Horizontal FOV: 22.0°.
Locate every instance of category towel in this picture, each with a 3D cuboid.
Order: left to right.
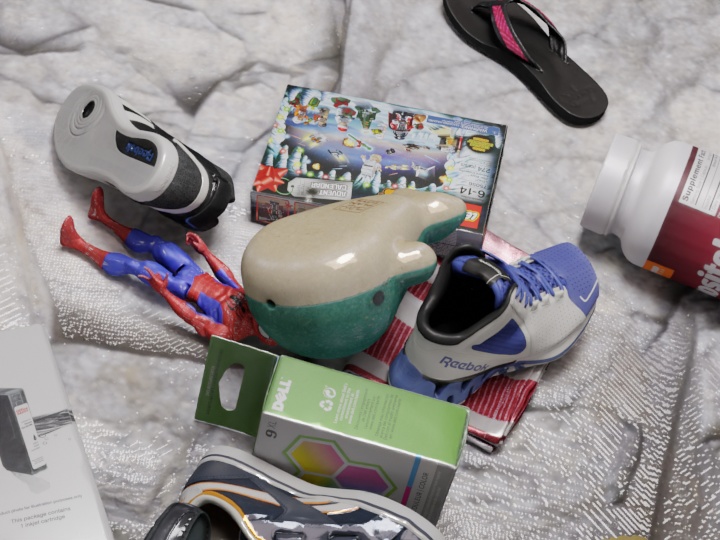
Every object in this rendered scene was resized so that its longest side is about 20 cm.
[{"bbox_3d":[0.090,0.045,1.518,0.144,0.023,0.200,26,50,11],"label":"towel"}]

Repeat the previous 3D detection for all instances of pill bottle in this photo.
[{"bbox_3d":[0.294,-0.041,1.577,0.199,0.113,0.113,22,49,7],"label":"pill bottle"}]

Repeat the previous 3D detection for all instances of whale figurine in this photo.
[{"bbox_3d":[0.000,0.000,1.448,0.159,0.104,0.200,8,27,41],"label":"whale figurine"}]

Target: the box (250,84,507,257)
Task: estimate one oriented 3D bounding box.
[{"bbox_3d":[0.017,-0.085,1.584,0.199,0.040,0.137,10,49,5],"label":"box"}]

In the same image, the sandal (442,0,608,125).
[{"bbox_3d":[0.159,-0.216,1.737,0.075,0.045,0.200,-30,62,-32],"label":"sandal"}]

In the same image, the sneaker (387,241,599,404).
[{"bbox_3d":[0.113,0.025,1.449,0.199,0.115,0.081,-29,61,-29],"label":"sneaker"}]

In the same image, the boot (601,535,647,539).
[{"bbox_3d":[0.170,0.301,1.296,0.174,0.066,0.200,-21,56,-13],"label":"boot"}]

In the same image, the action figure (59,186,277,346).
[{"bbox_3d":[-0.146,0.004,1.483,0.199,0.052,0.065,32,47,11],"label":"action figure"}]

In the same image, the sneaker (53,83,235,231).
[{"bbox_3d":[-0.175,-0.084,1.543,0.112,0.073,0.200,31,4,-39],"label":"sneaker"}]

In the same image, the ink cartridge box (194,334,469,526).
[{"bbox_3d":[-0.028,0.126,1.367,0.199,0.104,0.059,16,48,1],"label":"ink cartridge box"}]

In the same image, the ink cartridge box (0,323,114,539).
[{"bbox_3d":[-0.233,0.160,1.264,0.083,0.145,0.201,-10,53,-20],"label":"ink cartridge box"}]

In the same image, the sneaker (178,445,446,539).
[{"bbox_3d":[-0.039,0.196,1.325,0.199,0.079,0.080,16,43,16],"label":"sneaker"}]

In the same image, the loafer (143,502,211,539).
[{"bbox_3d":[-0.126,0.252,1.244,0.070,0.068,0.201,1,59,21],"label":"loafer"}]
